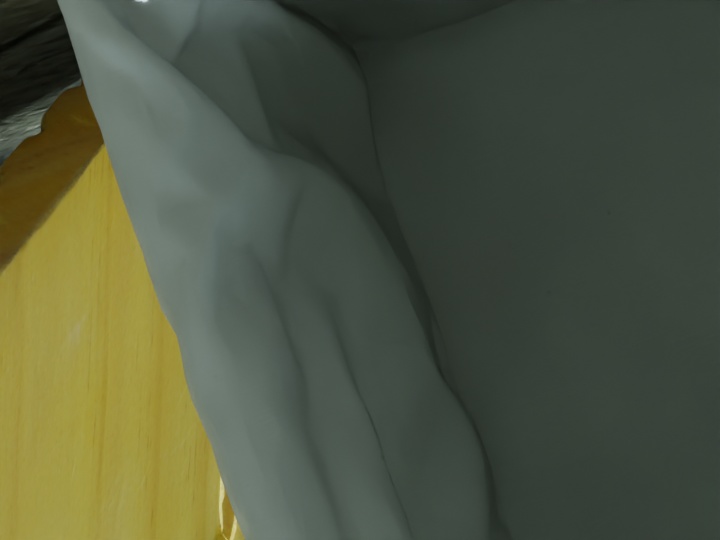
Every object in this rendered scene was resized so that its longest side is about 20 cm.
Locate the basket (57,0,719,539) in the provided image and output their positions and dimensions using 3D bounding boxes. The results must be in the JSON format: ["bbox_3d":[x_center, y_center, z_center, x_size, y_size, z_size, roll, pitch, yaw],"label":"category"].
[{"bbox_3d":[0.076,-0.005,0.523,0.197,0.201,0.161,-21,177,10],"label":"basket"}]

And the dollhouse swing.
[{"bbox_3d":[-0.119,0.049,0.600,0.181,0.177,0.200,0,-149,21],"label":"dollhouse swing"}]
